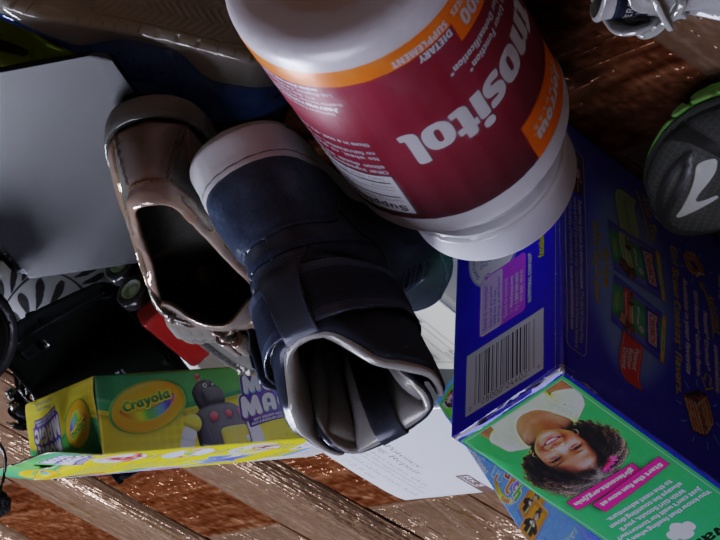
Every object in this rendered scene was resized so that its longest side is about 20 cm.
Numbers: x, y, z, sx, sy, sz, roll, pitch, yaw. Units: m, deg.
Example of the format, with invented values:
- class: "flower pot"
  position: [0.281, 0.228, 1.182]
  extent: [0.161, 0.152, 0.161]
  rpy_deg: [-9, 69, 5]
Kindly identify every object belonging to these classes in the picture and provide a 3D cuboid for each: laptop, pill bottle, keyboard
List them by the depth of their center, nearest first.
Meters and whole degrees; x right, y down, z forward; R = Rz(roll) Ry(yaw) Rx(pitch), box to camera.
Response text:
- class: "pill bottle"
  position: [0.027, -0.090, 1.317]
  extent: [0.113, 0.113, 0.200]
  rpy_deg: [9, 156, 29]
- class: "laptop"
  position: [-0.180, -0.086, 1.472]
  extent: [0.200, 0.103, 0.177]
  rpy_deg: [48, 174, 36]
- class: "keyboard"
  position: [-0.155, 0.060, 1.668]
  extent: [0.040, 0.104, 0.200]
  rpy_deg: [62, -179, 31]

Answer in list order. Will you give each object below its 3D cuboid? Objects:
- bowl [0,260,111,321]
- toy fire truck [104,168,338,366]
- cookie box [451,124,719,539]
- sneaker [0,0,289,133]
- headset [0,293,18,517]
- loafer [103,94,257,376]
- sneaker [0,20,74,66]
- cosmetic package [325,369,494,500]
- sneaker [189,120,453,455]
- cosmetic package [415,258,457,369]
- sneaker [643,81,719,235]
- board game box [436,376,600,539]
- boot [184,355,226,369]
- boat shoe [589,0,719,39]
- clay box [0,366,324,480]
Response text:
- class: "bowl"
  position: [-0.228, -0.010, 1.675]
  extent: [0.201, 0.094, 0.201]
  rpy_deg: [38, 173, 5]
- class: "toy fire truck"
  position: [-0.068, -0.027, 1.564]
  extent: [0.049, 0.141, 0.200]
  rpy_deg: [43, -171, -39]
- class: "cookie box"
  position: [0.139, 0.051, 1.442]
  extent: [0.200, 0.172, 0.075]
  rpy_deg: [35, 128, -29]
- class: "sneaker"
  position: [-0.125, -0.115, 1.445]
  extent: [0.199, 0.077, 0.111]
  rpy_deg: [15, 149, -1]
- class: "headset"
  position: [-0.231, 0.040, 1.538]
  extent: [0.123, 0.094, 0.201]
  rpy_deg: [171, 80, -74]
- class: "loafer"
  position: [-0.079, -0.001, 1.430]
  extent: [0.072, 0.063, 0.200]
  rpy_deg: [-10, 141, 11]
- class: "sneaker"
  position: [-0.147, -0.091, 1.537]
  extent: [0.200, 0.074, 0.084]
  rpy_deg: [32, 159, 2]
- class: "cosmetic package"
  position: [0.059, 0.079, 1.730]
  extent: [0.102, 0.074, 0.200]
  rpy_deg: [33, 157, -26]
- class: "sneaker"
  position: [0.004, 0.025, 1.381]
  extent: [0.077, 0.147, 0.202]
  rpy_deg: [-35, 152, 18]
- class: "cosmetic package"
  position: [0.000, 0.000, 1.601]
  extent: [0.199, 0.071, 0.105]
  rpy_deg: [1, 152, 42]
- class: "sneaker"
  position: [0.196, -0.039, 1.313]
  extent: [0.077, 0.084, 0.200]
  rpy_deg: [36, 154, -29]
- class: "board game box"
  position: [0.136, 0.130, 1.550]
  extent: [0.151, 0.037, 0.200]
  rpy_deg: [26, -165, -27]
- class: "boot"
  position: [-0.068, 0.054, 1.776]
  extent: [0.200, 0.073, 0.090]
  rpy_deg: [33, 172, 30]
- class: "boat shoe"
  position: [0.114, -0.127, 1.209]
  extent: [0.199, 0.066, 0.074]
  rpy_deg: [21, 158, 3]
- class: "clay box"
  position: [-0.096, 0.081, 1.603]
  extent: [0.199, 0.048, 0.115]
  rpy_deg: [-2, 170, -26]
